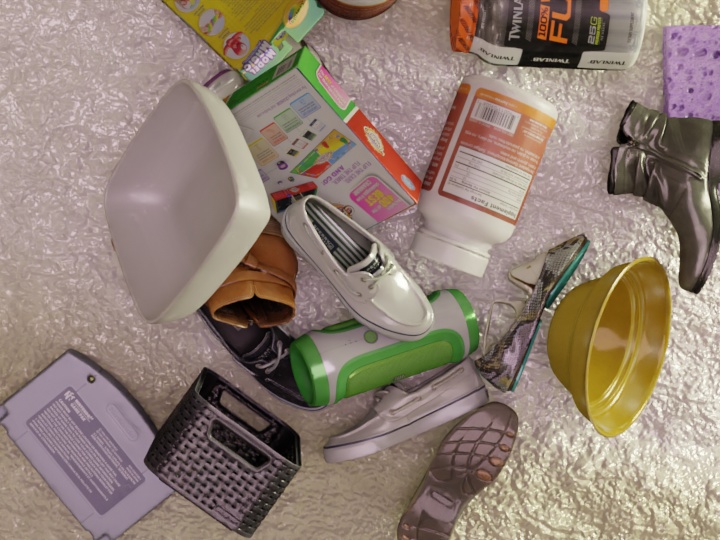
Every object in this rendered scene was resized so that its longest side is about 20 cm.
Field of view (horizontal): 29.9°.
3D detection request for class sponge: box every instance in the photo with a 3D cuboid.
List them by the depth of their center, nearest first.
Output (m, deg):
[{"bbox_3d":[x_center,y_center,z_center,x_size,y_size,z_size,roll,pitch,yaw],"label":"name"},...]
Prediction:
[{"bbox_3d":[0.398,-0.175,1.522,0.110,0.030,0.202,-1,95,-2],"label":"sponge"}]

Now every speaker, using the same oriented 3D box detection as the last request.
[{"bbox_3d":[0.027,0.083,1.474,0.199,0.088,0.089,-17,95,-18],"label":"speaker"}]

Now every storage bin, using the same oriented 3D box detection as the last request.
[{"bbox_3d":[-0.143,0.190,1.435,0.135,0.200,0.094,36,92,-5],"label":"storage bin"}]

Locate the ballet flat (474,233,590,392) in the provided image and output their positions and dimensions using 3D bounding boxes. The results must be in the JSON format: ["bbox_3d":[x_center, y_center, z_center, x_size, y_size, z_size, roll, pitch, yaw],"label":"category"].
[{"bbox_3d":[0.185,0.035,1.501,0.072,0.072,0.201,30,81,-5],"label":"ballet flat"}]

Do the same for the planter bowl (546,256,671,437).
[{"bbox_3d":[0.262,0.076,1.485,0.083,0.200,0.202,14,94,35],"label":"planter bowl"}]

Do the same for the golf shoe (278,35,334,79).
[{"bbox_3d":[-0.058,-0.197,1.466,0.200,0.094,0.078,44,92,-4],"label":"golf shoe"}]

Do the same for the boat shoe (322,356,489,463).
[{"bbox_3d":[0.045,0.154,1.509,0.199,0.072,0.066,-22,91,-2],"label":"boat shoe"}]

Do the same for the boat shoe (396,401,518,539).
[{"bbox_3d":[0.105,0.228,1.516,0.074,0.073,0.201,36,97,-2],"label":"boat shoe"}]

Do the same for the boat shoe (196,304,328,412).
[{"bbox_3d":[-0.106,0.086,1.496,0.072,0.068,0.200,-45,95,1],"label":"boat shoe"}]

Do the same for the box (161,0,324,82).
[{"bbox_3d":[-0.138,-0.297,1.447,0.117,0.048,0.200,-46,74,1],"label":"box"}]

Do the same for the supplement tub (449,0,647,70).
[{"bbox_3d":[0.200,-0.281,1.458,0.198,0.123,0.124,1,94,-3],"label":"supplement tub"}]

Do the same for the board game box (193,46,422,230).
[{"bbox_3d":[-0.054,-0.119,1.422,0.152,0.040,0.200,-26,120,31],"label":"board game box"}]

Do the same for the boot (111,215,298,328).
[{"bbox_3d":[-0.165,0.003,1.441,0.198,0.156,0.077,2,131,-13],"label":"boot"}]

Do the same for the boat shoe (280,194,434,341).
[{"bbox_3d":[0.000,0.000,1.407,0.199,0.067,0.074,37,67,-6],"label":"boat shoe"}]

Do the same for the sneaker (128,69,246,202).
[{"bbox_3d":[-0.178,-0.122,1.473,0.100,0.075,0.200,43,91,-4],"label":"sneaker"}]

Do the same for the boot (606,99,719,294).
[{"bbox_3d":[0.331,-0.080,1.486,0.129,0.068,0.202,8,86,0],"label":"boot"}]

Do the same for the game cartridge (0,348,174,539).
[{"bbox_3d":[-0.299,0.194,1.511,0.133,0.041,0.201,-37,95,4],"label":"game cartridge"}]

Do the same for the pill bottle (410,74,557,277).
[{"bbox_3d":[0.129,-0.101,1.466,0.111,0.112,0.201,21,93,-4],"label":"pill bottle"}]

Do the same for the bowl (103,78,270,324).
[{"bbox_3d":[-0.168,-0.067,1.356,0.074,0.201,0.200,7,135,-40],"label":"bowl"}]

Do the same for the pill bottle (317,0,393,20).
[{"bbox_3d":[-0.003,-0.321,1.405,0.111,0.200,0.113,0,94,-3],"label":"pill bottle"}]
